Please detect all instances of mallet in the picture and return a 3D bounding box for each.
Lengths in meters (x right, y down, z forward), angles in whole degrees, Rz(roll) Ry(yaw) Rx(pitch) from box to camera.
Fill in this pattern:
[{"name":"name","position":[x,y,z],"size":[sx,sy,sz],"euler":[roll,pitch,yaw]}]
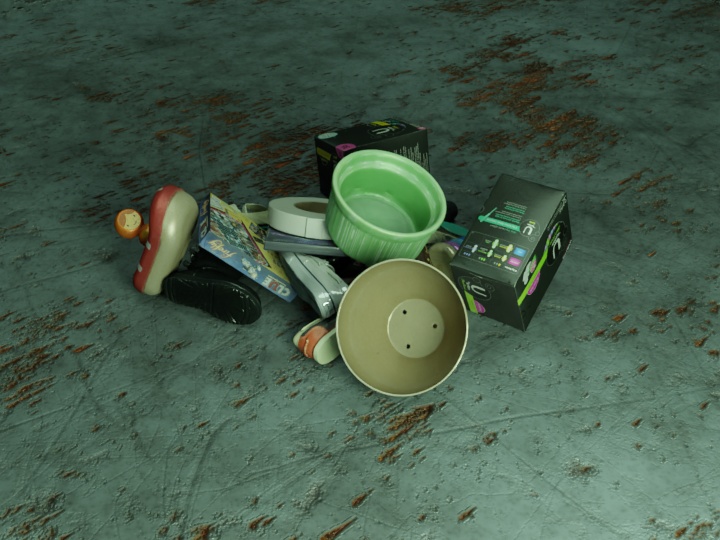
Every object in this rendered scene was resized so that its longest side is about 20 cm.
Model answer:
[{"name":"mallet","position":[0.096,-0.123,1.776],"size":[0.198,0.042,0.066],"euler":[10,31,22]}]

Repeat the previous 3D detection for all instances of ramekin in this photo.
[{"name":"ramekin","position":[0.036,-0.099,1.464],"size":[0.198,0.098,0.201],"euler":[12,46,-12]}]

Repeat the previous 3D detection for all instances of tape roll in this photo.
[{"name":"tape roll","position":[-0.071,-0.096,1.584],"size":[0.200,0.038,0.203],"euler":[7,14,-2]}]

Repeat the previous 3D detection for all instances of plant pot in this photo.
[{"name":"plant pot","position":[0.075,0.087,1.344],"size":[0.198,0.203,0.134],"euler":[9,-1,15]}]

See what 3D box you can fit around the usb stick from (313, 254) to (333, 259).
[{"name":"usb stick","position":[0.010,-0.030,1.624],"size":[0.198,0.033,0.056],"euler":[-13,70,-17]}]

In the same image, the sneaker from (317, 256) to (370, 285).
[{"name":"sneaker","position":[0.000,0.000,1.540],"size":[0.198,0.087,0.080],"euler":[-15,38,-22]}]

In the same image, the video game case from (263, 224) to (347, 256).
[{"name":"video game case","position":[-0.096,-0.059,1.547],"size":[0.141,0.019,0.200],"euler":[5,14,-4]}]

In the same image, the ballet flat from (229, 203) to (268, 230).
[{"name":"ballet flat","position":[-0.227,-0.096,1.670],"size":[0.199,0.070,0.069],"euler":[-5,28,-44]}]

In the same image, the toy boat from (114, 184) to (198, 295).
[{"name":"toy boat","position":[-0.370,-0.065,1.530],"size":[0.130,0.201,0.131],"euler":[27,34,-4]}]

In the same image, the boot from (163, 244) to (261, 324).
[{"name":"boot","position":[-0.233,0.014,1.544],"size":[0.196,0.074,0.163],"euler":[14,30,18]}]

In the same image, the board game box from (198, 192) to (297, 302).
[{"name":"board game box","position":[-0.196,-0.040,1.538],"size":[0.199,0.035,0.136],"euler":[35,21,-27]}]

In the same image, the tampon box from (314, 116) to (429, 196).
[{"name":"tampon box","position":[0.025,-0.230,1.831],"size":[0.198,0.128,0.150],"euler":[-17,26,-23]}]

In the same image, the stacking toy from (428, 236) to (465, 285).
[{"name":"stacking toy","position":[0.211,-0.034,1.607],"size":[0.085,0.086,0.199],"euler":[28,36,36]}]

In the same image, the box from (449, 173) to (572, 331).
[{"name":"box","position":[0.257,-0.031,1.468],"size":[0.123,0.149,0.201],"euler":[19,66,29]}]

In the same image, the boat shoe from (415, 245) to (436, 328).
[{"name":"boat shoe","position":[0.108,0.015,1.504],"size":[0.070,0.071,0.202],"euler":[4,53,-27]}]

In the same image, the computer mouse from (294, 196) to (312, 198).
[{"name":"computer mouse","position":[-0.060,-0.089,1.716],"size":[0.198,0.053,0.139],"euler":[15,35,3]}]

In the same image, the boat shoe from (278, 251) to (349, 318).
[{"name":"boat shoe","position":[-0.073,0.015,1.455],"size":[0.066,0.074,0.200],"euler":[-25,39,-15]}]

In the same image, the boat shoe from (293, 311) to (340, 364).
[{"name":"boat shoe","position":[-0.021,0.083,1.437],"size":[0.062,0.072,0.199],"euler":[26,46,38]}]

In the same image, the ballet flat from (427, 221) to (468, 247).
[{"name":"ballet flat","position":[0.136,-0.064,1.642],"size":[0.199,0.063,0.067],"euler":[13,23,-42]}]
